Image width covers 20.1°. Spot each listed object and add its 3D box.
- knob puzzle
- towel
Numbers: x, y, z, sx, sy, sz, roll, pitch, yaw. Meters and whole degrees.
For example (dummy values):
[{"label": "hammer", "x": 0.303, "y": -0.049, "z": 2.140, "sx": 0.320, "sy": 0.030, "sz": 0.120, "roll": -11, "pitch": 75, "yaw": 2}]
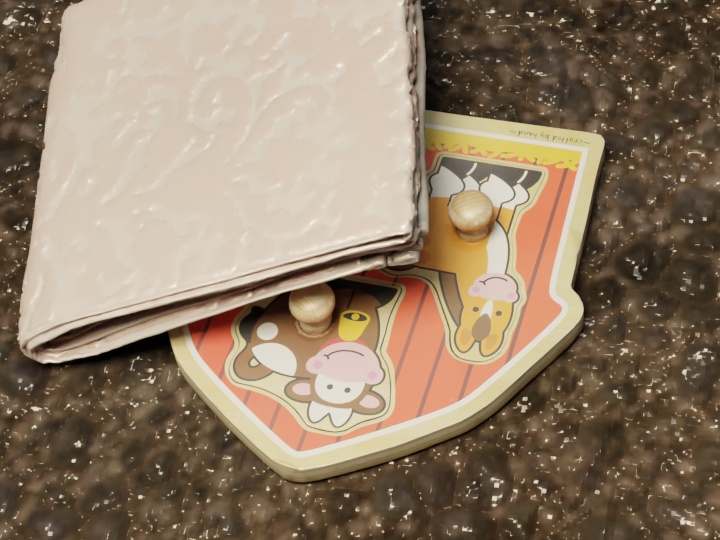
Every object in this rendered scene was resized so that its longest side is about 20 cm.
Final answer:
[{"label": "knob puzzle", "x": 0.000, "y": 0.000, "z": 0.875, "sx": 0.217, "sy": 0.031, "sz": 0.221, "roll": -4, "pitch": 52, "yaw": 5}, {"label": "towel", "x": -0.059, "y": -0.063, "z": 0.904, "sx": 0.189, "sy": 0.032, "sz": 0.201, "roll": -14, "pitch": 49, "yaw": 18}]
